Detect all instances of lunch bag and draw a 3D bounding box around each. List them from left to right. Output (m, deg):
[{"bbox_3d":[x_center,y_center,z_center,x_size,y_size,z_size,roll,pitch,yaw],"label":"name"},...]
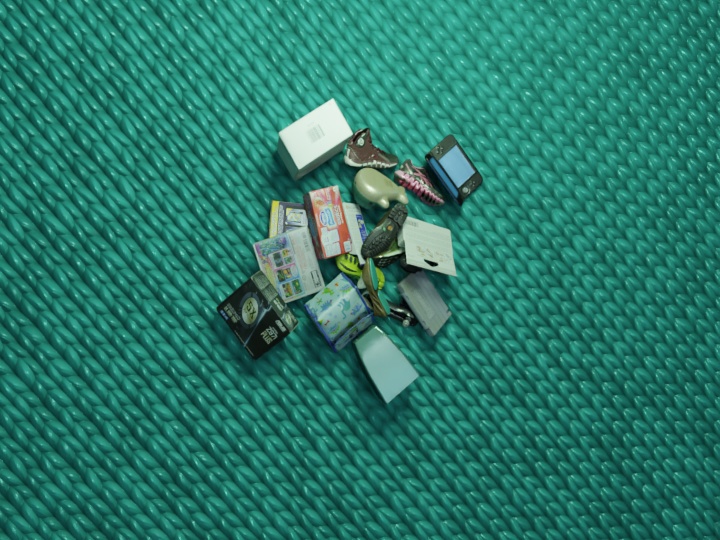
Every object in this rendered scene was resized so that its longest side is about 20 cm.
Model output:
[{"bbox_3d":[-0.056,0.145,1.657,0.168,0.127,0.203,-37,131,-9],"label":"lunch bag"}]

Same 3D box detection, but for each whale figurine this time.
[{"bbox_3d":[0.059,-0.248,1.716,0.193,0.105,0.163,10,47,-29],"label":"whale figurine"}]

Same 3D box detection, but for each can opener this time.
[{"bbox_3d":[0.104,0.127,1.733,0.193,0.080,0.065,19,124,-6],"label":"can opener"}]

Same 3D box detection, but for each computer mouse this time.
[{"bbox_3d":[0.211,-0.022,1.735,0.193,0.034,0.061,4,69,-30],"label":"computer mouse"}]

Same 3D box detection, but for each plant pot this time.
[{"bbox_3d":[0.065,0.283,1.675,0.139,0.141,0.203,-35,91,-10],"label":"plant pot"}]

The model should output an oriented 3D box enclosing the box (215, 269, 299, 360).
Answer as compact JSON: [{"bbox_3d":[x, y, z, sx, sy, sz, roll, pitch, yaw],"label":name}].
[{"bbox_3d":[-0.310,0.136,1.603,0.162,0.086,0.203,-35,95,18],"label":"box"}]

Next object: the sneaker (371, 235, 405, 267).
[{"bbox_3d":[0.096,-0.076,1.715,0.196,0.077,0.090,-23,71,-37],"label":"sneaker"}]

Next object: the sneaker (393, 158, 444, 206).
[{"bbox_3d":[0.207,-0.295,1.757,0.196,0.079,0.097,34,71,-9],"label":"sneaker"}]

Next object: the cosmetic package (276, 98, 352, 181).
[{"bbox_3d":[-0.145,-0.393,1.624,0.196,0.200,0.126,-34,97,-9],"label":"cosmetic package"}]

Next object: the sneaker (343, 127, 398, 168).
[{"bbox_3d":[0.042,-0.393,1.691,0.193,0.076,0.120,-5,117,-25],"label":"sneaker"}]

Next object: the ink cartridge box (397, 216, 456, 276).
[{"bbox_3d":[0.210,-0.070,1.697,0.193,0.045,0.182,14,57,-25],"label":"ink cartridge box"}]

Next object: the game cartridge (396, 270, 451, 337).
[{"bbox_3d":[0.207,0.099,1.730,0.129,0.038,0.203,-38,96,-36],"label":"game cartridge"}]

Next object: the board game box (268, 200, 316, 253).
[{"bbox_3d":[-0.210,-0.107,1.676,0.158,0.057,0.209,5,88,-8],"label":"board game box"}]

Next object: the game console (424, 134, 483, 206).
[{"bbox_3d":[0.312,-0.334,1.750,0.169,0.118,0.202,-40,96,-9],"label":"game console"}]

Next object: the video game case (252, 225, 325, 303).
[{"bbox_3d":[-0.219,-0.012,1.633,0.175,0.024,0.208,-18,102,-5],"label":"video game case"}]

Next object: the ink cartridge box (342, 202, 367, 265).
[{"bbox_3d":[-0.013,-0.112,1.680,0.036,0.093,0.208,-23,79,31],"label":"ink cartridge box"}]

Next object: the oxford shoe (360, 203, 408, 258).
[{"bbox_3d":[0.071,-0.118,1.661,0.073,0.084,0.200,44,81,-11],"label":"oxford shoe"}]

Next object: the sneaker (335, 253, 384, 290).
[{"bbox_3d":[0.000,0.000,1.703,0.197,0.083,0.076,35,88,-26],"label":"sneaker"}]

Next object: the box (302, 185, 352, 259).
[{"bbox_3d":[-0.103,-0.145,1.623,0.096,0.095,0.208,-15,95,-21],"label":"box"}]

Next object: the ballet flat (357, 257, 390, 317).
[{"bbox_3d":[0.032,0.060,1.655,0.070,0.069,0.206,-13,116,19],"label":"ballet flat"}]
